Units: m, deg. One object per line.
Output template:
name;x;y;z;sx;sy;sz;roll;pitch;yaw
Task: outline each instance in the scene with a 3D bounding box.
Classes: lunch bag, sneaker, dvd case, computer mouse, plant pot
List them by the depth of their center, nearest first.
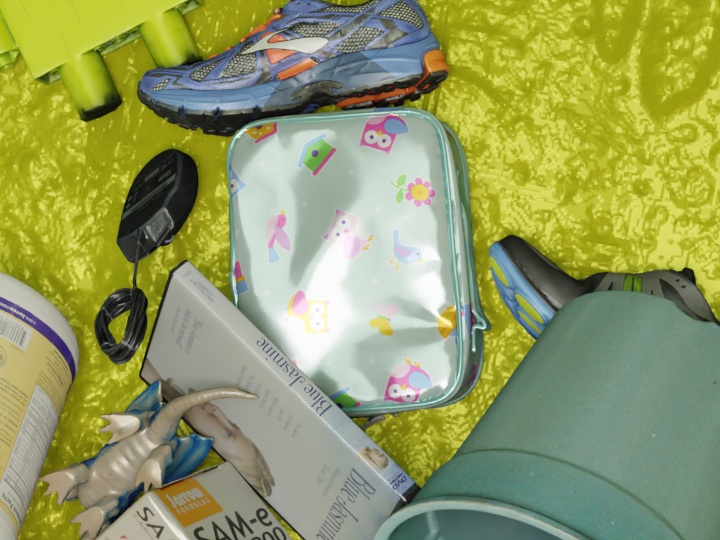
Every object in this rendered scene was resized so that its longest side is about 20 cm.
plant pot;0.137;0.129;1.308;0.200;0.200;0.196;26;55;10
dvd case;-0.054;0.097;1.387;0.200;0.143;0.018;43;59;11
sneaker;0.171;0.029;1.414;0.199;0.071;0.083;26;77;9
computer mouse;-0.129;-0.007;1.418;0.059;0.200;0.034;-33;119;30
lunch bag;0.000;0.000;1.434;0.160;0.077;0.201;-5;86;8
sneaker;-0.046;-0.136;1.459;0.199;0.075;0.079;-10;79;0

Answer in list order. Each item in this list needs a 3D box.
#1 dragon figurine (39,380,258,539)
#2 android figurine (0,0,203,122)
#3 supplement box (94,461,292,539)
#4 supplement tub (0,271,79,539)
dragon figurine;-0.134;0.111;1.423;0.059;0.099;0.200;47;113;4
android figurine;-0.185;-0.206;1.498;0.182;0.041;0.200;-25;84;7
supplement box;-0.150;0.214;1.401;0.200;0.126;0.074;-43;80;18
supplement tub;-0.268;0.109;1.401;0.145;0.146;0.200;10;58;10
